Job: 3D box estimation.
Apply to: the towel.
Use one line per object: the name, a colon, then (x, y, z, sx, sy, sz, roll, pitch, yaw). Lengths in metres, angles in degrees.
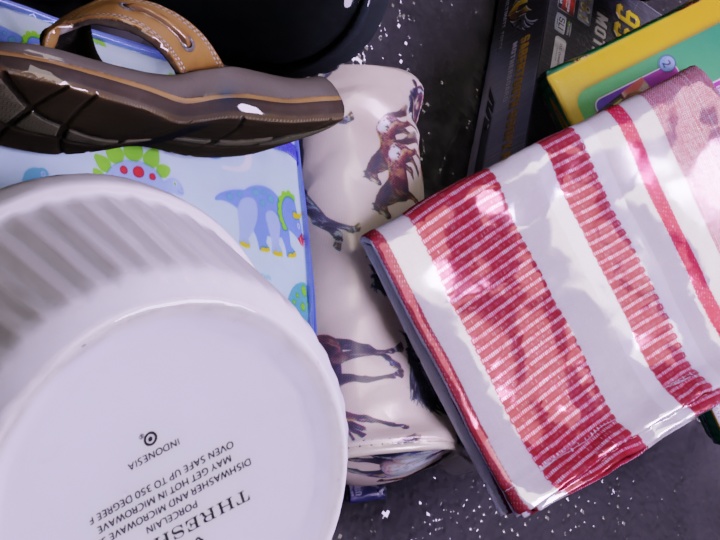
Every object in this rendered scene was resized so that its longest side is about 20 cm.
towel: (0.111, 0.006, 1.077, 0.200, 0.023, 0.144, -27, 88, -28)

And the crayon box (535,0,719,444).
crayon box: (0.182, -0.030, 1.162, 0.119, 0.058, 0.200, -26, 89, -1)

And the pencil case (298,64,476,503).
pencil case: (0.000, 0.000, 1.090, 0.089, 0.078, 0.201, 12, 63, -40)

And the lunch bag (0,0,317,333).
lunch bag: (-0.115, -0.024, 1.003, 0.200, 0.082, 0.161, 18, 57, -35)

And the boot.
boot: (-0.107, -0.138, 0.991, 0.162, 0.198, 0.074, 14, 92, -47)

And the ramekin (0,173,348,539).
ramekin: (-0.095, 0.071, 0.898, 0.202, 0.094, 0.203, -12, 112, -32)

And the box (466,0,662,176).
box: (0.131, -0.046, 1.244, 0.158, 0.048, 0.200, 31, 54, -26)

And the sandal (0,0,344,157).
sandal: (-0.084, -0.078, 0.938, 0.200, 0.082, 0.055, -2, 81, -46)
